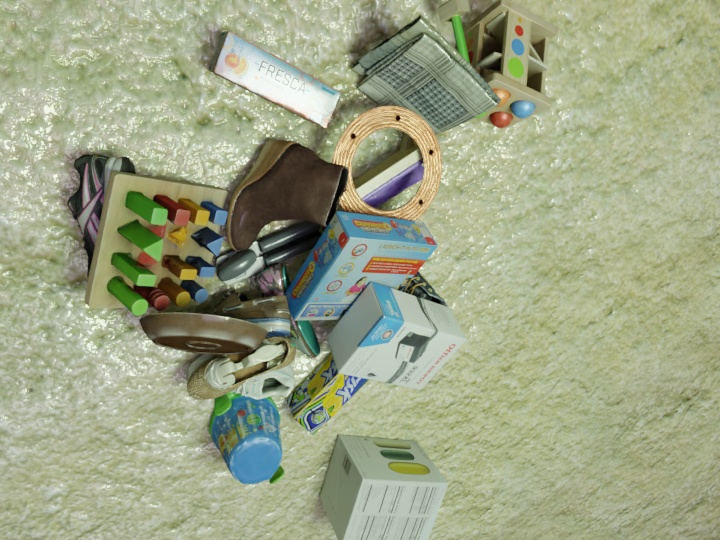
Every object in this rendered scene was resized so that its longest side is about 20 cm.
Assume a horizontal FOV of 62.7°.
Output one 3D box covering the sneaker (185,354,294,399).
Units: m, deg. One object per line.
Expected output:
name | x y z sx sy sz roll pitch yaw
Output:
sneaker | -0.209 0.188 1.054 0.195 0.081 0.072 2 116 -21

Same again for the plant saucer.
plant saucer | -0.242 0.103 0.917 0.196 0.199 0.033 10 71 -24

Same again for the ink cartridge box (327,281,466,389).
ink cartridge box | 0.064 0.120 1.036 0.197 0.085 0.146 18 122 -35

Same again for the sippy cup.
sippy cup | -0.200 0.309 1.073 0.175 0.130 0.142 21 100 -26

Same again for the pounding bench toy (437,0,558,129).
pounding bench toy | 0.208 -0.341 0.981 0.196 0.124 0.160 14 78 -25

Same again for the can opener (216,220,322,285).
can opener | -0.151 -0.028 1.009 0.196 0.067 0.054 -24 116 -12

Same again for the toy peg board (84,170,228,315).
toy peg board | -0.285 -0.025 0.895 0.197 0.097 0.205 2 110 -51

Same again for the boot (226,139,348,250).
boot | -0.120 -0.101 0.941 0.072 0.164 0.204 16 100 -62

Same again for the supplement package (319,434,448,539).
supplement package | 0.044 0.449 1.208 0.196 0.152 0.154 12 103 -25

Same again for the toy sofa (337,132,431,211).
toy sofa | 0.040 -0.152 1.034 0.198 0.083 0.099 -34 116 -8

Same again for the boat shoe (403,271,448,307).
boat shoe | 0.095 0.027 1.115 0.200 0.091 0.071 41 91 -28

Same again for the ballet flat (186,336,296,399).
ballet flat | -0.202 0.158 1.001 0.196 0.065 0.072 -24 77 -16

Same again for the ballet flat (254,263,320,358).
ballet flat | -0.135 0.079 1.056 0.069 0.070 0.203 -16 122 7

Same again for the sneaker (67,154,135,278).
sneaker | -0.400 -0.082 0.898 0.084 0.081 0.205 14 105 -2

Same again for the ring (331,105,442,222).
ring | 0.044 -0.167 0.976 0.195 0.019 0.206 -5 106 -17

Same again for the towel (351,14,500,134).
towel | 0.098 -0.297 0.954 0.198 0.191 0.035 35 67 -26

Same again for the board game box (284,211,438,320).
board game box | 0.000 0.000 0.992 0.197 0.057 0.197 3 136 -41

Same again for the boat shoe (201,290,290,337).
boat shoe | -0.207 0.075 0.999 0.195 0.072 0.074 -2 72 14

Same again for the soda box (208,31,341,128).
soda box | -0.132 -0.295 0.922 0.197 0.068 0.065 22 99 -27

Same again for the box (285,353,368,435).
box | -0.047 0.212 1.134 0.200 0.070 0.064 -45 120 -2
